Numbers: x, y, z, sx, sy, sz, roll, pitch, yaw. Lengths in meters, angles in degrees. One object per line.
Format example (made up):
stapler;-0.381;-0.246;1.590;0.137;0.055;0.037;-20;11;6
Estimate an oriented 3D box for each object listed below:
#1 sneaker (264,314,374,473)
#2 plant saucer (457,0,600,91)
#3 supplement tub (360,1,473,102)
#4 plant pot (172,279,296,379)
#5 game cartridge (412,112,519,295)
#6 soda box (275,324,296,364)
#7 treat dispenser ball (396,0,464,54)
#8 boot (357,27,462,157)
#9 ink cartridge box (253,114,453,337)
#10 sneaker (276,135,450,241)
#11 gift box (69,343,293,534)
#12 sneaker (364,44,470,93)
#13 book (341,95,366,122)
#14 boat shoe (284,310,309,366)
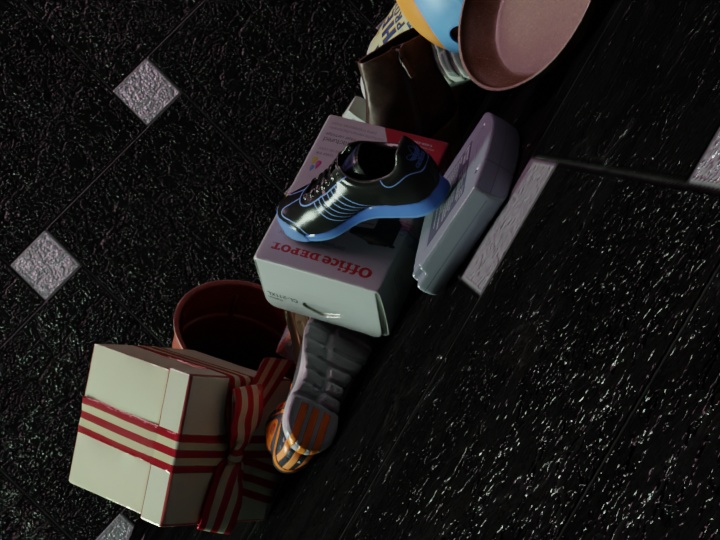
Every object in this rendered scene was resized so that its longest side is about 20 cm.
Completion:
sneaker;-0.054;0.123;1.567;0.112;0.077;0.201;-50;12;53
plant saucer;0.171;-0.261;1.426;0.200;0.036;0.202;-30;50;44
supplement tub;0.093;-0.292;1.955;0.200;0.144;0.146;-52;10;51
plant pot;-0.167;0.151;1.902;0.201;0.199;0.196;-68;3;-53
game cartridge;0.102;-0.072;1.406;0.134;0.041;0.200;-61;6;26
soda box;-0.041;0.039;1.881;0.064;0.068;0.201;-56;9;39
treat dispenser ball;0.128;-0.332;1.597;0.202;0.200;0.201;-59;6;11
boot;0.020;-0.164;1.679;0.199;0.167;0.072;-34;35;-17
ink cartridge box;-0.002;-0.049;1.553;0.083;0.144;0.201;78;-147;-54
sneaker;-0.012;-0.085;1.441;0.198;0.078;0.071;-12;43;34
gift box;-0.179;0.172;1.634;0.199;0.186;0.187;0;-79;-49
sneaker;0.108;-0.247;1.839;0.198;0.076;0.115;-22;-14;16
book;0.015;-0.143;1.956;0.048;0.133;0.200;-61;7;-24
boat shoe;-0.055;0.043;1.743;0.201;0.062;0.074;-107;13;-55
